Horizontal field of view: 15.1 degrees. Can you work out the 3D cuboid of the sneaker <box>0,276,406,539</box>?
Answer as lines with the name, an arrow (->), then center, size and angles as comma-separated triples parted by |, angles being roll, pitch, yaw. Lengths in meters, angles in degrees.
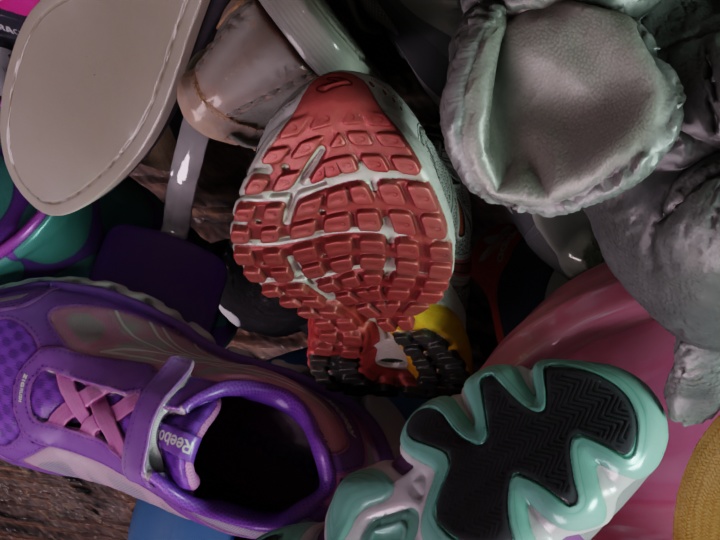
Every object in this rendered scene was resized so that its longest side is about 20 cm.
sneaker -> -0.080, 0.056, 1.050 | 0.199, 0.081, 0.088 | 16, -173, 8

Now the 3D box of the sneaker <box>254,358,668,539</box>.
sneaker -> 0.053, 0.109, 1.010 | 0.200, 0.078, 0.140 | -31, 144, 25

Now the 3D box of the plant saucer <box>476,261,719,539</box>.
plant saucer -> 0.131, 0.054, 1.040 | 0.200, 0.051, 0.201 | -3, 140, -3

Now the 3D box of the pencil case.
pencil case -> -0.127, -0.008, 1.177 | 0.092, 0.085, 0.200 | 7, 164, 24

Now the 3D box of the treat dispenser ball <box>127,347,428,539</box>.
treat dispenser ball -> -0.002, 0.132, 1.182 | 0.200, 0.201, 0.201 | 28, 152, 17

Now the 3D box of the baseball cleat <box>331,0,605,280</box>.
baseball cleat -> 0.048, -0.080, 1.018 | 0.106, 0.070, 0.200 | 25, 150, 52

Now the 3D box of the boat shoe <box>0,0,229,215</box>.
boat shoe -> -0.072, -0.101, 1.023 | 0.073, 0.063, 0.200 | 44, 124, 19

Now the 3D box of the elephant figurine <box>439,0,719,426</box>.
elephant figurine -> 0.083, -0.077, 0.893 | 0.200, 0.155, 0.142 | 33, 162, 1

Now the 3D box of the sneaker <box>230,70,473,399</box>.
sneaker -> 0.000, -0.022, 0.978 | 0.077, 0.083, 0.200 | 2, 157, 6

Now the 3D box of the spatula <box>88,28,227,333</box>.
spatula -> -0.067, -0.048, 1.090 | 0.056, 0.201, 0.021 | 19, -167, 7

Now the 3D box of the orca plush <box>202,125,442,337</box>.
orca plush -> 0.000, 0.000, 1.131 | 0.200, 0.105, 0.071 | -29, 84, 45

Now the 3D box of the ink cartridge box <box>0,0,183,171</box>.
ink cartridge box -> -0.156, -0.144, 1.134 | 0.199, 0.075, 0.165 | 20, 150, 31

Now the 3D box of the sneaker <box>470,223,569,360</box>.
sneaker -> 0.100, 0.055, 1.153 | 0.084, 0.075, 0.200 | 20, 143, 41

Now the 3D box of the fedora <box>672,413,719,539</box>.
fedora -> 0.207, 0.082, 0.964 | 0.200, 0.082, 0.201 | 9, 133, 9

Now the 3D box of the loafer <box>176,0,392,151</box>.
loafer -> -0.030, -0.072, 1.022 | 0.072, 0.063, 0.200 | 52, -177, 6
